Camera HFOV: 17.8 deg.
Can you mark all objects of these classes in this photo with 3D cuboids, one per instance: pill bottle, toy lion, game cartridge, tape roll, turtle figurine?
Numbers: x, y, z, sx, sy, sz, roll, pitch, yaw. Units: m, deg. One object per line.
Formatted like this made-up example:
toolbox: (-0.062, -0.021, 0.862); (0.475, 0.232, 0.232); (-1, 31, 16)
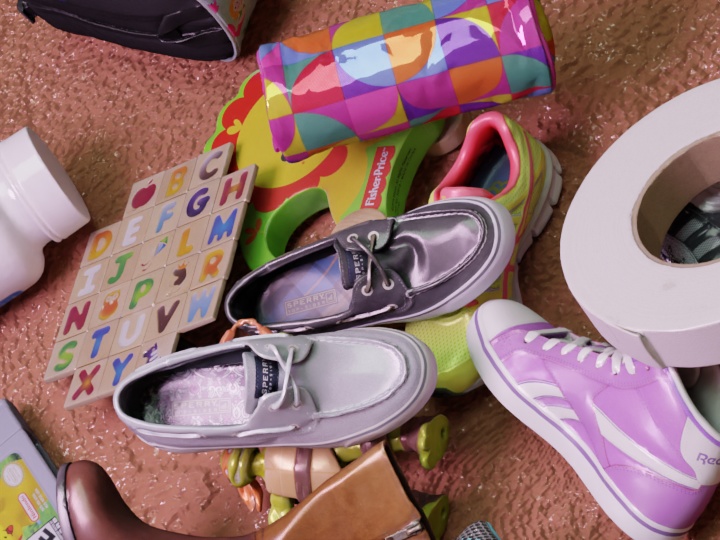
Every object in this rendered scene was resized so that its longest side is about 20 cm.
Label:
pill bottle: (-0.298, -0.014, 1.654); (0.200, 0.112, 0.112); (-34, 51, 1)
toy lion: (-0.030, -0.069, 1.597); (0.191, 0.069, 0.201); (-3, 59, 32)
game cartridge: (-0.245, 0.191, 1.546); (0.133, 0.040, 0.200); (-42, 51, 1)
tape roll: (0.212, -0.032, 1.340); (0.202, 0.037, 0.203); (-23, 40, 21)
turtle figurine: (-0.025, 0.135, 1.452); (0.161, 0.064, 0.201); (4, 88, 21)

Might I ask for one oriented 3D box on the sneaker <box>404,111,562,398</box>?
sneaker: (0.067, -0.015, 1.490); (0.078, 0.090, 0.201); (4, 63, 26)

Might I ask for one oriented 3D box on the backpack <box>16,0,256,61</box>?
backpack: (-0.161, -0.239, 1.693); (0.200, 0.178, 0.151); (22, 76, 30)

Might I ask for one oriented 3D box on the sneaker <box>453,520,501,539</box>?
sneaker: (0.128, 0.198, 1.324); (0.199, 0.078, 0.091); (19, 50, 14)

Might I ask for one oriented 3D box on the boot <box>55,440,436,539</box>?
boot: (-0.067, 0.160, 1.397); (0.200, 0.068, 0.189); (-31, 86, 14)

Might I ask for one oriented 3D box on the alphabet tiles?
alphabet tiles: (-0.145, 0.002, 1.591); (0.166, 0.006, 0.201); (-20, 42, 37)

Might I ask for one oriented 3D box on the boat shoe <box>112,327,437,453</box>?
boat shoe: (-0.055, 0.074, 1.395); (0.200, 0.071, 0.070); (-10, 76, 17)

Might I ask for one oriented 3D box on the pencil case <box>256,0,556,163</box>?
pencil case: (0.028, -0.131, 1.501); (0.199, 0.088, 0.089); (-14, 54, 7)

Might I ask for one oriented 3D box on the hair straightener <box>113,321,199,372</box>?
hair straightener: (-0.069, 0.069, 1.533); (0.199, 0.041, 0.077); (17, 69, 33)

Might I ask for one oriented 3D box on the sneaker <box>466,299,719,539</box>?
sneaker: (0.152, 0.059, 1.384); (0.200, 0.072, 0.115); (45, 126, 31)

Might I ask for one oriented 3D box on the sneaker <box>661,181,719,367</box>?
sneaker: (0.209, 0.009, 1.413); (0.200, 0.076, 0.114); (23, 69, 32)

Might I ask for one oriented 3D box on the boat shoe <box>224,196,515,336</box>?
boat shoe: (0.000, 0.000, 1.450); (0.199, 0.066, 0.070); (-15, 77, 30)
